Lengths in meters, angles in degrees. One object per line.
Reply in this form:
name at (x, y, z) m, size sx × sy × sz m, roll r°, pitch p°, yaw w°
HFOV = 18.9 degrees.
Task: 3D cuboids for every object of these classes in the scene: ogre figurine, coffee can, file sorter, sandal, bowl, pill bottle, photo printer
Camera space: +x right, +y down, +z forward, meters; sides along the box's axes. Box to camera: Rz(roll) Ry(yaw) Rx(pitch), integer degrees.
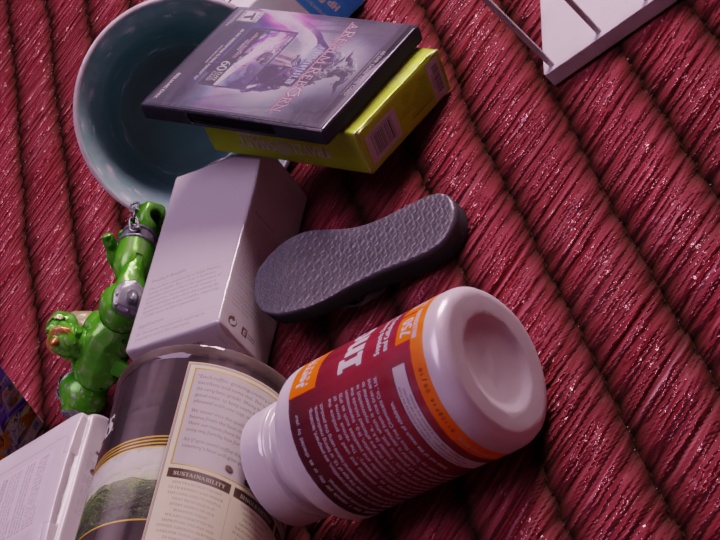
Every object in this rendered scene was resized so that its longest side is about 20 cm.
ogre figurine at (-0.214, 0.048, 1.833) m, size 0.200 × 0.098 × 0.120 m, roll -44°, pitch 21°, yaw 19°
coffee can at (-0.122, 0.174, 1.514) m, size 0.146 × 0.146 × 0.201 m, roll -28°, pitch 34°, yaw 35°
file sorter at (0.182, -0.270, 1.626) m, size 0.199 × 0.124 × 0.139 m, roll -34°, pitch 31°, yaw 28°
sandal at (0.000, 0.000, 1.667) m, size 0.199 × 0.043 × 0.077 m, roll -16°, pitch 50°, yaw 33°
bowl at (-0.155, -0.142, 1.928) m, size 0.201 × 0.200 × 0.105 m, roll -51°, pitch 7°, yaw -1°
pill bottle at (0.017, 0.098, 1.439) m, size 0.199 × 0.113 × 0.113 m, roll -29°, pitch 35°, yaw 34°
photo printer at (-0.283, 0.223, 1.773) m, size 0.199 × 0.069 × 0.167 m, roll -31°, pitch 33°, yaw 33°

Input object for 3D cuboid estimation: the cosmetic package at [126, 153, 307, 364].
cosmetic package at (-0.116, 0.001, 1.781) m, size 0.101 × 0.074 × 0.201 m, roll -17°, pitch 40°, yaw 31°

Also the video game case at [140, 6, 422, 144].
video game case at (-0.066, -0.163, 1.773) m, size 0.199 × 0.019 × 0.143 m, roll 10°, pitch 46°, yaw 38°

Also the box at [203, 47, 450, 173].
box at (-0.040, -0.142, 1.787) m, size 0.199 × 0.048 × 0.122 m, roll 11°, pitch 47°, yaw 39°

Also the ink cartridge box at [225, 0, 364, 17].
ink cartridge box at (-0.103, -0.239, 2.045) m, size 0.200 × 0.084 × 0.146 m, roll -43°, pitch 29°, yaw 13°

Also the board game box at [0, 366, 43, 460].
board game box at (-0.361, 0.181, 1.869) m, size 0.044 × 0.135 × 0.201 m, roll 17°, pitch 66°, yaw 23°
